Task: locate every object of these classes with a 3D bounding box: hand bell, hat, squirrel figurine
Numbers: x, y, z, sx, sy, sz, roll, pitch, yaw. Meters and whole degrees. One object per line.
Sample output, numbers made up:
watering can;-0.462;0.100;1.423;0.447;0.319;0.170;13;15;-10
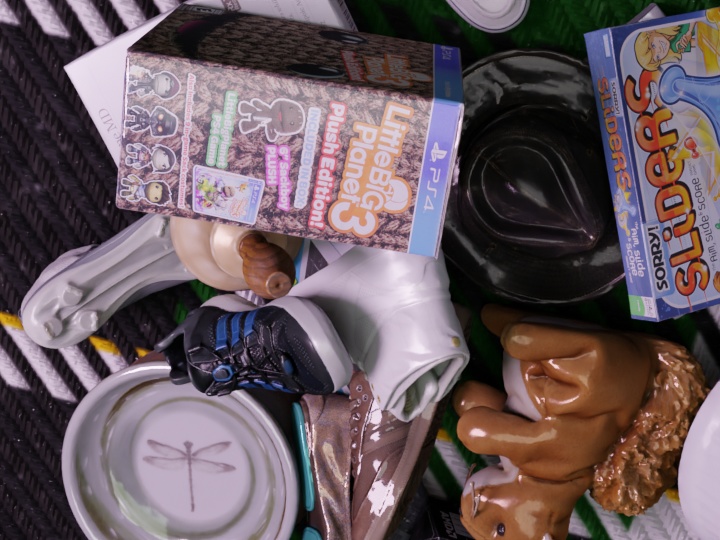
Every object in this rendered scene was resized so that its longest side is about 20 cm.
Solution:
hand bell;-0.070;-0.012;0.791;0.103;0.200;0.105;-3;104;-13
hat;0.130;-0.058;0.836;0.199;0.081;0.203;1;104;4
squirrel figurine;0.164;0.134;0.882;0.198;0.142;0.188;9;94;-9

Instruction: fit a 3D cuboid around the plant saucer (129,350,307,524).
plant saucer;-0.131;0.159;0.989;0.198;0.032;0.202;2;107;7

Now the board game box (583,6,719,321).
board game box;0.237;-0.078;0.817;0.134;0.034;0.202;-14;97;-20

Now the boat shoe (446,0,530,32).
boat shoe;0.067;-0.260;0.818;0.071;0.066;0.201;-17;104;11

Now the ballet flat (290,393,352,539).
ballet flat;-0.014;0.195;0.920;0.067;0.068;0.202;-3;93;-16

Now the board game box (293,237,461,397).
board game box;0.000;0.000;0.922;0.125;0.035;0.202;-10;106;8

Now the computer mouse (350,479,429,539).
computer mouse;-0.035;0.234;0.987;0.139;0.046;0.201;22;104;-5

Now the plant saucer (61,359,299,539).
plant saucer;-0.140;0.162;0.942;0.198;0.050;0.202;3;106;12

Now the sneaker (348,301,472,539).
sneaker;0.021;0.112;0.893;0.075;0.070;0.202;20;87;15

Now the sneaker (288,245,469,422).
sneaker;0.001;0.057;0.823;0.200;0.073;0.117;-38;63;52

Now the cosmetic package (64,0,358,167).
cosmetic package;-0.101;-0.150;0.863;0.199;0.081;0.113;-26;105;12

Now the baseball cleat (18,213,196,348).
baseball cleat;-0.180;-0.014;0.921;0.199;0.106;0.070;-28;115;-17

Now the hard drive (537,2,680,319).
hard drive;0.228;-0.079;0.877;0.132;0.027;0.200;-38;99;15

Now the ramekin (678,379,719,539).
ramekin;0.344;0.147;0.856;0.199;0.098;0.202;-9;115;-20

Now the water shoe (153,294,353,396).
water shoe;-0.077;0.065;0.815;0.079;0.199;0.072;-35;107;-26

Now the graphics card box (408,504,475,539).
graphics card box;0.119;0.282;0.966;0.199;0.051;0.126;20;110;-17

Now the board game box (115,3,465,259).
board game box;-0.039;-0.095;0.750;0.198;0.160;0.098;9;113;-1
